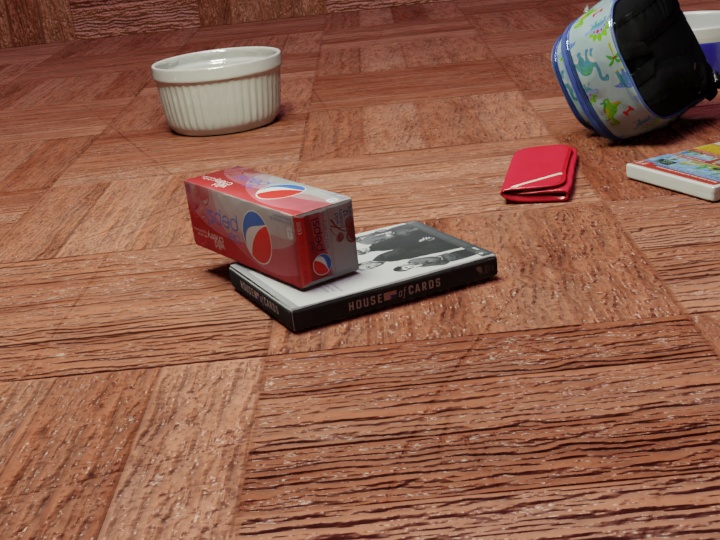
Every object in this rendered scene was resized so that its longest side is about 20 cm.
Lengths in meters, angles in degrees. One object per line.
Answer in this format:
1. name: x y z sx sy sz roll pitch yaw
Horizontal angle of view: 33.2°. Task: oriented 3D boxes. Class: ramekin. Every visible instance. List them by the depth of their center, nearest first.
1. ramekin: -0.215 -0.276 1.859 0.200 0.105 0.200 -6 18 2

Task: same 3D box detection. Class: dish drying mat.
1. dish drying mat: 0.205 -0.113 1.373 0.077 0.018 0.200 -3 19 13

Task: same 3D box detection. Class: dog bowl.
1. dog bowl: 0.515 -0.353 1.891 0.200 0.079 0.200 -5 18 2

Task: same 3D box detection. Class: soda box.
1. soda box: -0.085 -0.044 1.102 0.063 0.070 0.200 -19 22 -31

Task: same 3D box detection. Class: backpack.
1. backpack: 0.332 -0.255 1.518 0.147 0.183 0.200 -21 9 41

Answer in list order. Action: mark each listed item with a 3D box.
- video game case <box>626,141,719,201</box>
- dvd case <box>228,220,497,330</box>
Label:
1. video game case: 0.413 -0.116 1.314 0.200 0.017 0.143 -14 20 -23
2. dvd case: 0.000 0.000 1.092 0.200 0.025 0.150 -15 20 -23
